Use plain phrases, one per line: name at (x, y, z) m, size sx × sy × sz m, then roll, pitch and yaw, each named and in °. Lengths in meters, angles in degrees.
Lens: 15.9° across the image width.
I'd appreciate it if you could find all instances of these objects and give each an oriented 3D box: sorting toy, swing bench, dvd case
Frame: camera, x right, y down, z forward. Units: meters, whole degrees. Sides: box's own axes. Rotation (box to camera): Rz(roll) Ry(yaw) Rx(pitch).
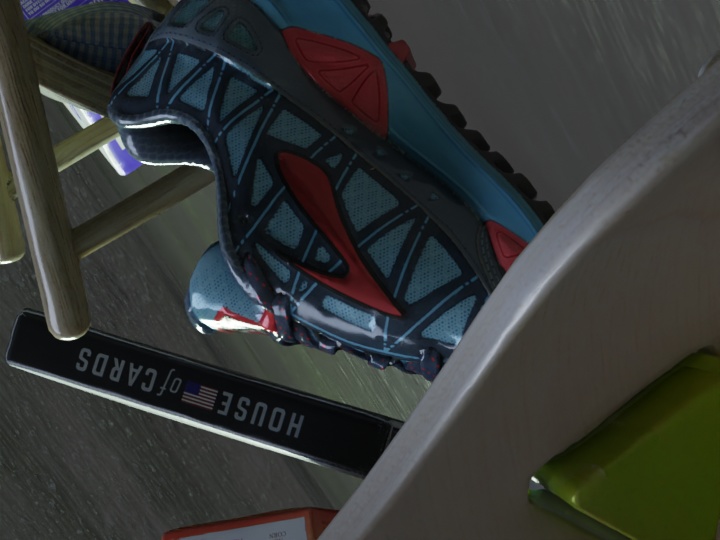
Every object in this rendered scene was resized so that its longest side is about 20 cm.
sorting toy at (0.057, 0.086, 0.375) m, size 0.200 × 0.180 × 0.107 m, roll 54°, pitch 174°, yaw -2°
swing bench at (-0.112, -0.104, 0.892) m, size 0.201 × 0.129 × 0.199 m, roll 61°, pitch 173°, yaw -14°
dvd case at (-0.019, 0.058, 0.949) m, size 0.150 × 0.025 × 0.200 m, roll 15°, pitch 175°, yaw 25°

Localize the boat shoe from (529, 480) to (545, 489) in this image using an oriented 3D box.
boat shoe at (0.111, 0.142, 0.796) m, size 0.200 × 0.069 × 0.071 m, roll 52°, pitch 172°, yaw 7°

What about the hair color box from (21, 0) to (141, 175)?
hair color box at (-0.162, -0.153, 1.283) m, size 0.200 × 0.065 × 0.109 m, roll 52°, pitch 174°, yaw 28°

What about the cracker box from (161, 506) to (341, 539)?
cracker box at (-0.002, 0.182, 0.840) m, size 0.134 × 0.057 × 0.201 m, roll 18°, pitch -116°, yaw -67°

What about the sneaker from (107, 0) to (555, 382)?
sneaker at (0.000, 0.000, 0.731) m, size 0.200 × 0.095 × 0.079 m, roll 51°, pitch 174°, yaw 26°
